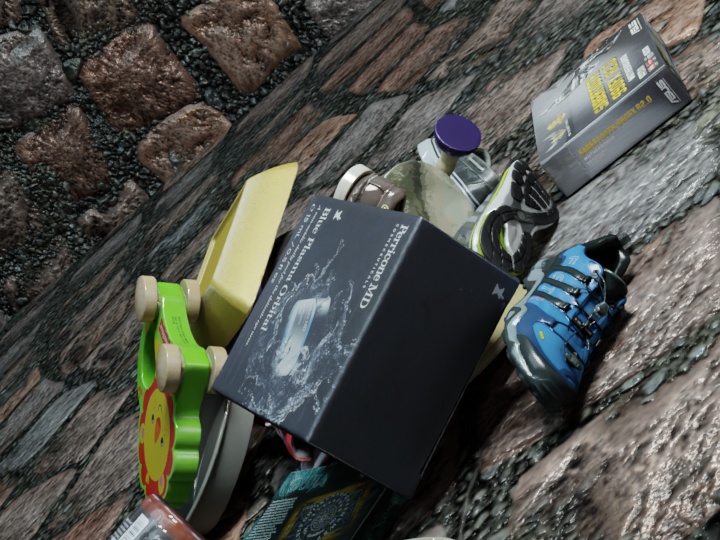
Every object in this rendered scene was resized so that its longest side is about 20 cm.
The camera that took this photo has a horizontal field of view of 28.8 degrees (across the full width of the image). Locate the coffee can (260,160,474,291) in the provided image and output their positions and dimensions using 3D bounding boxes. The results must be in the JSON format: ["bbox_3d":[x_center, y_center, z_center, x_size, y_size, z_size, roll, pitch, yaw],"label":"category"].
[{"bbox_3d":[0.011,-0.008,1.468,0.199,0.146,0.147,-28,22,43],"label":"coffee can"}]

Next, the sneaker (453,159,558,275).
[{"bbox_3d":[0.130,-0.043,1.360,0.081,0.074,0.200,-31,9,35],"label":"sneaker"}]

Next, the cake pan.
[{"bbox_3d":[-0.158,0.188,1.466,0.202,0.036,0.201,-90,26,-49],"label":"cake pan"}]

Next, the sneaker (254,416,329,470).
[{"bbox_3d":[-0.072,0.150,1.414,0.199,0.071,0.113,-22,24,48],"label":"sneaker"}]

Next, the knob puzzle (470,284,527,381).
[{"bbox_3d":[0.085,0.081,1.266,0.219,0.031,0.220,-39,12,10],"label":"knob puzzle"}]

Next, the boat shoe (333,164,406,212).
[{"bbox_3d":[0.000,0.000,1.334,0.072,0.059,0.202,-32,-39,-50],"label":"boat shoe"}]

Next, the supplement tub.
[{"bbox_3d":[-0.224,0.316,1.312,0.200,0.107,0.107,-48,16,-11],"label":"supplement tub"}]

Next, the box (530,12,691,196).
[{"bbox_3d":[0.255,-0.177,1.463,0.158,0.048,0.201,-38,17,19],"label":"box"}]

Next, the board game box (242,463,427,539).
[{"bbox_3d":[-0.038,0.223,1.220,0.199,0.028,0.136,-21,26,54],"label":"board game box"}]

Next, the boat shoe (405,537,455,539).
[{"bbox_3d":[-0.009,0.256,1.017,0.198,0.063,0.075,-29,11,-1],"label":"boat shoe"}]

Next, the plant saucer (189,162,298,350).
[{"bbox_3d":[-0.143,-0.004,1.544,0.200,0.048,0.202,129,160,-54],"label":"plant saucer"}]

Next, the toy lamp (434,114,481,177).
[{"bbox_3d":[0.077,-0.077,1.512,0.058,0.058,0.201,-58,-9,-41],"label":"toy lamp"}]

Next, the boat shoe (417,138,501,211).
[{"bbox_3d":[0.122,-0.112,1.620,0.070,0.072,0.200,-34,28,4],"label":"boat shoe"}]

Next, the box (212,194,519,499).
[{"bbox_3d":[-0.001,0.055,1.171,0.199,0.117,0.199,16,76,60],"label":"box"}]

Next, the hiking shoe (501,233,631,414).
[{"bbox_3d":[0.167,0.031,1.112,0.086,0.074,0.201,-36,18,29],"label":"hiking shoe"}]

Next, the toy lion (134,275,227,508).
[{"bbox_3d":[-0.198,0.133,1.443,0.201,0.068,0.194,-120,40,-52],"label":"toy lion"}]

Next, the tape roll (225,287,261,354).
[{"bbox_3d":[-0.148,0.108,1.684,0.199,0.085,0.200,-40,16,14],"label":"tape roll"}]
